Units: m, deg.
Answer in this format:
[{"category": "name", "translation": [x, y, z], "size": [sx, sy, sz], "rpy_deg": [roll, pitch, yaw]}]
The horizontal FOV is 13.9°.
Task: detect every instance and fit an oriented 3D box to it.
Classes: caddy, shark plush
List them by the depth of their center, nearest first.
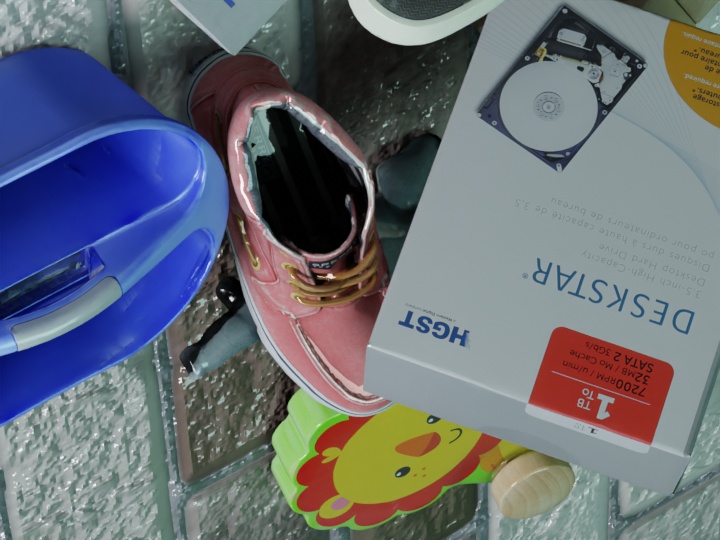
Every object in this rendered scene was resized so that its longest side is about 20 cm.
[{"category": "caddy", "translation": [-0.153, -0.005, 1.313], "size": [0.200, 0.105, 0.142], "rpy_deg": [-29, 139, -21]}, {"category": "shark plush", "translation": [0.000, 0.000, 1.482], "size": [0.200, 0.083, 0.091], "rpy_deg": [-14, 133, -35]}]

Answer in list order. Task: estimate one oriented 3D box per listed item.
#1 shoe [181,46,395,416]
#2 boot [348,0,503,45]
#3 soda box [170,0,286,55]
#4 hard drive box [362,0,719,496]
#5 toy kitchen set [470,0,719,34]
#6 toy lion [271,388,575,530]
[{"category": "shoe", "translation": [-0.021, -0.006, 1.386], "size": [0.071, 0.091, 0.201], "rpy_deg": [-27, 113, -7]}, {"category": "boot", "translation": [0.062, -0.164, 1.357], "size": [0.200, 0.072, 0.144], "rpy_deg": [-49, 177, -17]}, {"category": "soda box", "translation": [-0.020, -0.195, 1.301], "size": [0.200, 0.063, 0.068], "rpy_deg": [-46, 143, 1]}, {"category": "hard drive box", "translation": [0.106, -0.018, 1.371], "size": [0.077, 0.155, 0.201], "rpy_deg": [95, 14, -72]}, {"category": "toy kitchen set", "translation": [0.201, -0.103, 1.512], "size": [0.181, 0.163, 0.200], "rpy_deg": [-48, 143, 3]}, {"category": "toy lion", "translation": [0.052, 0.066, 1.597], "size": [0.191, 0.069, 0.200], "rpy_deg": [3, 135, -38]}]
